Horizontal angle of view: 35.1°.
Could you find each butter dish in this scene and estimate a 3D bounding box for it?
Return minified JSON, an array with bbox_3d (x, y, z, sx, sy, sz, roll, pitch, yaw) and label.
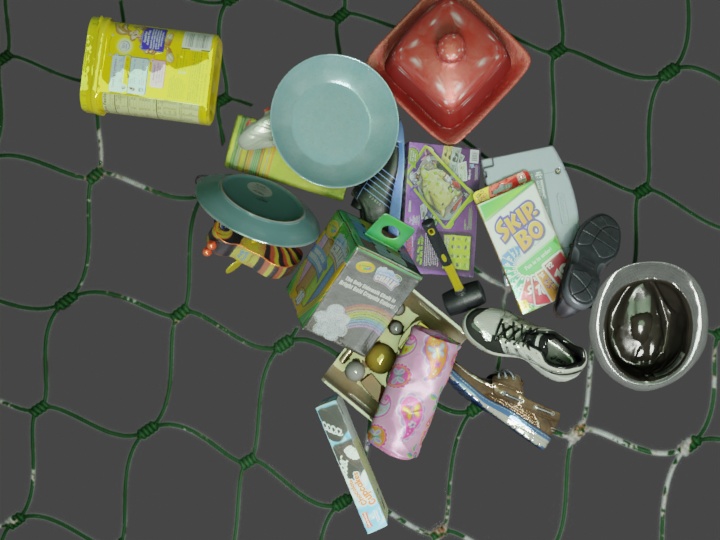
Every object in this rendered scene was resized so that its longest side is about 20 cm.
[{"bbox_3d":[0.134,-0.323,1.722,0.200,0.148,0.200,44,91,2],"label":"butter dish"}]

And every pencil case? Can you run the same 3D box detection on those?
[{"bbox_3d":[0.079,0.184,1.705,0.087,0.087,0.201,20,93,2],"label":"pencil case"}]

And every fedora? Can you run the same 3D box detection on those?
[{"bbox_3d":[0.431,0.077,1.729,0.175,0.090,0.202,-8,100,5],"label":"fedora"}]

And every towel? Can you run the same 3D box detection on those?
[{"bbox_3d":[-0.111,-0.177,1.795,0.198,0.018,0.087,17,93,2],"label":"towel"}]

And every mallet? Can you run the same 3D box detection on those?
[{"bbox_3d":[0.142,-0.009,1.709,0.065,0.201,0.041,-16,45,4],"label":"mallet"}]

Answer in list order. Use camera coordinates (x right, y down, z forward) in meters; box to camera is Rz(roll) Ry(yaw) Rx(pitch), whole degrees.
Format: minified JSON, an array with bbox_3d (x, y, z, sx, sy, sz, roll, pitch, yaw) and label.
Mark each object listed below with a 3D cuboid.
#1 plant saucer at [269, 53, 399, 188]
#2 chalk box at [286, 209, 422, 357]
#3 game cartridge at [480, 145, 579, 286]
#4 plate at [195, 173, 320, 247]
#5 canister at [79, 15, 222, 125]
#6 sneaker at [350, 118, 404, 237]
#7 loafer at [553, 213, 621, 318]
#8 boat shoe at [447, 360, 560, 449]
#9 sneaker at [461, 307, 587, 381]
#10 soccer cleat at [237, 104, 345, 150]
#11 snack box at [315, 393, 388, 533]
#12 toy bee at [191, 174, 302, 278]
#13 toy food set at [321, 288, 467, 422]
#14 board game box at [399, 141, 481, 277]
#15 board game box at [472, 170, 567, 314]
[{"bbox_3d":[-0.041,-0.223,1.718,0.199,0.039,0.203,1,87,-14],"label":"plant saucer"},{"bbox_3d":[0.000,0.000,1.687,0.124,0.124,0.201,26,108,-28],"label":"chalk box"},{"bbox_3d":[0.268,-0.086,1.760,0.132,0.042,0.202,-11,94,-2],"label":"game cartridge"},{"bbox_3d":[-0.150,-0.100,1.707,0.199,0.200,0.026,25,117,2],"label":"plate"},{"bbox_3d":[-0.323,-0.307,1.771,0.198,0.087,0.150,7,89,1],"label":"canister"},{"bbox_3d":[0.025,-0.137,1.761,0.077,0.070,0.202,4,90,-5],"label":"sneaker"},{"bbox_3d":[0.333,-0.008,1.710,0.072,0.063,0.200,35,49,-4],"label":"loafer"},{"bbox_3d":[0.218,0.191,1.752,0.199,0.072,0.073,36,84,-8],"label":"boat shoe"},{"bbox_3d":[0.253,0.101,1.727,0.199,0.088,0.076,21,74,-4],"label":"sneaker"},{"bbox_3d":[-0.092,-0.223,1.754,0.199,0.069,0.078,-25,80,-13],"label":"soccer cleat"},{"bbox_3d":[-0.011,0.290,1.731,0.037,0.116,0.201,-23,88,2],"label":"snack box"},{"bbox_3d":[-0.193,-0.042,1.749,0.199,0.109,0.132,22,134,11],"label":"toy bee"},{"bbox_3d":[0.054,0.133,1.759,0.143,0.060,0.200,38,91,3],"label":"toy food set"},{"bbox_3d":[0.122,-0.093,1.763,0.119,0.032,0.202,5,88,-17],"label":"board game box"},{"bbox_3d":[0.251,-0.044,1.735,0.095,0.030,0.201,-23,91,2],"label":"board game box"}]
